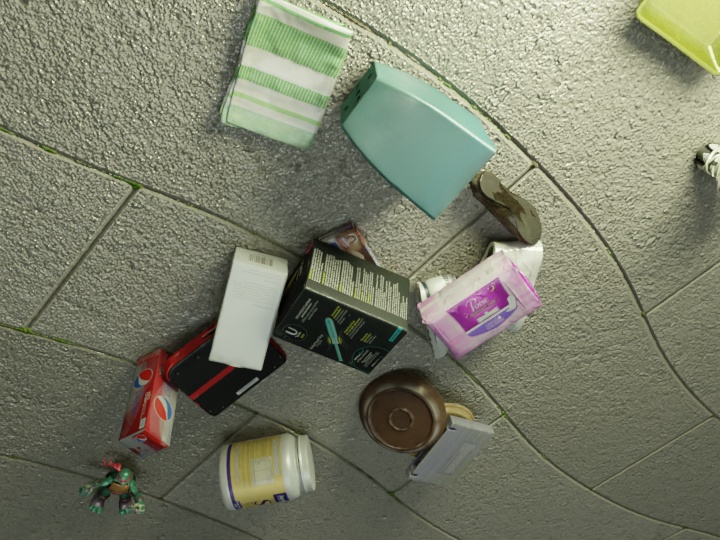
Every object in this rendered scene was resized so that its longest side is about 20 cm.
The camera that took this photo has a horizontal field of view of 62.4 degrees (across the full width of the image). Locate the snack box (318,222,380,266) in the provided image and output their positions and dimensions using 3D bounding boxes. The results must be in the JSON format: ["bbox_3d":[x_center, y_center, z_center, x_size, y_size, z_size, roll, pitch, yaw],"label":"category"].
[{"bbox_3d":[0.000,0.000,1.116,0.072,0.024,0.200,-24,128,13],"label":"snack box"}]

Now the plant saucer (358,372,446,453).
[{"bbox_3d":[0.091,0.324,1.319,0.199,0.032,0.202,3,108,11],"label":"plant saucer"}]

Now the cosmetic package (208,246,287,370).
[{"bbox_3d":[-0.202,0.071,1.075,0.101,0.074,0.201,15,109,-12],"label":"cosmetic package"}]

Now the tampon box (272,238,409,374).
[{"bbox_3d":[-0.032,0.066,1.069,0.199,0.127,0.150,24,132,-16],"label":"tampon box"}]

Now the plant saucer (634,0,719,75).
[{"bbox_3d":[0.522,-0.420,0.864,0.199,0.048,0.200,21,121,-23],"label":"plant saucer"}]

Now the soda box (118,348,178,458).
[{"bbox_3d":[-0.395,0.247,1.131,0.063,0.201,0.070,-27,127,13],"label":"soda box"}]

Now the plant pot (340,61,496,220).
[{"bbox_3d":[0.073,-0.209,0.902,0.199,0.142,0.141,31,117,-20],"label":"plant pot"}]

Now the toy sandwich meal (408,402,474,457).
[{"bbox_3d":[0.168,0.368,1.403,0.203,0.070,0.206,-7,126,-9],"label":"toy sandwich meal"}]

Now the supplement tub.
[{"bbox_3d":[-0.211,0.454,1.354,0.198,0.146,0.146,-10,128,-1],"label":"supplement tub"}]

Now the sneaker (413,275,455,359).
[{"bbox_3d":[0.163,0.097,1.191,0.080,0.077,0.201,-19,130,-6],"label":"sneaker"}]

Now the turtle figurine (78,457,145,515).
[{"bbox_3d":[-0.559,0.508,1.370,0.149,0.101,0.200,27,136,-10],"label":"turtle figurine"}]

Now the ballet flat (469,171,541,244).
[{"bbox_3d":[0.258,-0.110,1.063,0.199,0.068,0.046,33,161,-32],"label":"ballet flat"}]

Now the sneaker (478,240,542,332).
[{"bbox_3d":[0.274,0.030,1.160,0.115,0.074,0.201,1,118,-7],"label":"sneaker"}]

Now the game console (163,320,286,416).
[{"bbox_3d":[-0.268,0.185,1.183,0.200,0.031,0.177,-37,131,-3],"label":"game console"}]

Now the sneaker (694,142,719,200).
[{"bbox_3d":[0.613,-0.164,1.016,0.200,0.115,0.076,-9,132,-47],"label":"sneaker"}]

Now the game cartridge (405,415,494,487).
[{"bbox_3d":[0.208,0.424,1.388,0.129,0.038,0.201,18,118,-29],"label":"game cartridge"}]

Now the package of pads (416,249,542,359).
[{"bbox_3d":[0.215,0.063,1.089,0.199,0.076,0.121,-36,118,16],"label":"package of pads"}]

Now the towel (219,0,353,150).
[{"bbox_3d":[-0.112,-0.287,0.880,0.152,0.023,0.201,14,123,-20],"label":"towel"}]
